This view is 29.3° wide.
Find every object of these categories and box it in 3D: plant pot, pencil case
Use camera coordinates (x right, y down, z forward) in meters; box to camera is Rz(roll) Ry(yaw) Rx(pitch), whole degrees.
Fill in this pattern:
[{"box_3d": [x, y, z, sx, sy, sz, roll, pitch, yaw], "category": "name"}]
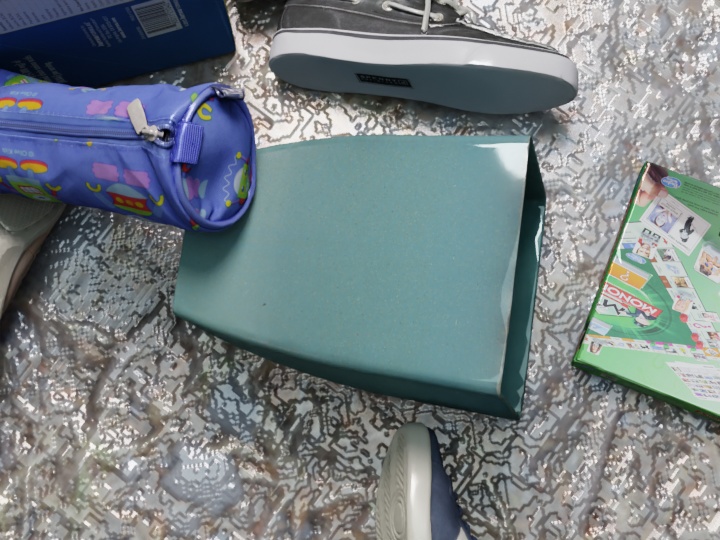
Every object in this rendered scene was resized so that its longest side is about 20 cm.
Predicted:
[{"box_3d": [0.000, 0.000, 0.813, 0.198, 0.141, 0.143, 6, 80, 12], "category": "plant pot"}, {"box_3d": [-0.154, -0.073, 0.779, 0.198, 0.087, 0.079, 9, 78, 27], "category": "pencil case"}]

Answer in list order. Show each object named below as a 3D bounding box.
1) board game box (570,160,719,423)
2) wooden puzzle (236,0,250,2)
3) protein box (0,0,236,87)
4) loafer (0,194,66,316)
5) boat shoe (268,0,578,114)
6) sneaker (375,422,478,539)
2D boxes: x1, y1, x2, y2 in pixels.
[{"box_3d": [0.245, 0.031, 0.848, 0.198, 0.029, 0.136, 21, 82, 6], "category": "board game box"}, {"box_3d": [-0.017, -0.282, 0.915, 0.183, 0.037, 0.202, -15, 72, 0], "category": "wooden puzzle"}, {"box_3d": [-0.196, -0.202, 0.826, 0.198, 0.199, 0.136, -13, 79, 0], "category": "protein box"}, {"box_3d": [-0.236, -0.013, 0.863, 0.071, 0.063, 0.201, 24, 63, -11], "category": "loafer"}, {"box_3d": [0.042, -0.146, 0.870, 0.197, 0.074, 0.069, 7, 74, 20], "category": "boat shoe"}, {"box_3d": [0.062, 0.189, 0.814, 0.084, 0.075, 0.202, -2, 76, -16], "category": "sneaker"}]
